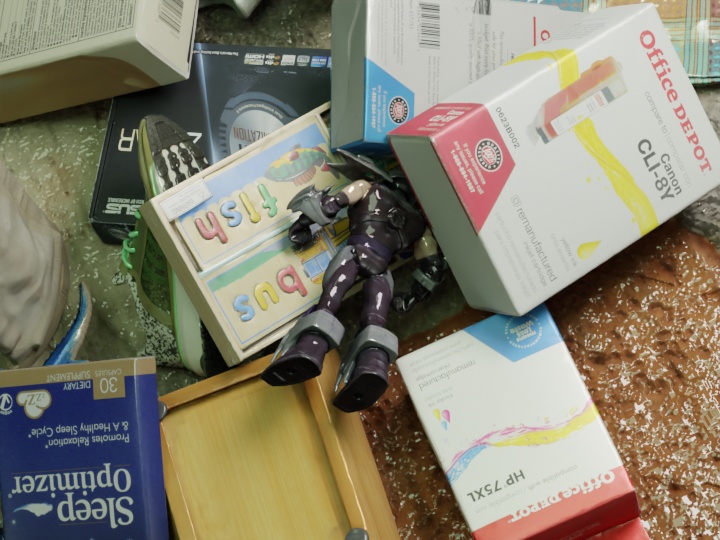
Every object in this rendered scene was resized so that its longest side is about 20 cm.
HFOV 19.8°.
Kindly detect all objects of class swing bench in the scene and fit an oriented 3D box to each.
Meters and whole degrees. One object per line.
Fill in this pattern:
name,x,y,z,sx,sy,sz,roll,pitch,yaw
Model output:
swing bench,-0.321,-0.046,1.526,0.200,0.199,0.130,26,74,20

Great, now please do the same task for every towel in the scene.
towel,0.199,-0.204,1.591,0.200,0.022,0.147,-1,68,11

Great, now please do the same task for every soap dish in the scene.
soap dish,-0.066,0.155,1.454,0.157,0.081,0.200,-21,64,2

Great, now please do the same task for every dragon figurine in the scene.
dragon figurine,-0.240,0.103,1.511,0.099,0.059,0.200,-2,80,-2

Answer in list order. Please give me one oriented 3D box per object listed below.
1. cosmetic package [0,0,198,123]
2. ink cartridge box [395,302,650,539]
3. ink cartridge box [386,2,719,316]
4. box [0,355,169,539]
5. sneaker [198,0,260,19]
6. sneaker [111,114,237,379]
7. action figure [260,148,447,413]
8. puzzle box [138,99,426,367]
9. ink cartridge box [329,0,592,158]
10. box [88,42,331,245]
cosmetic package,-0.227,-0.187,1.604,0.200,0.071,0.105,-8,63,30
ink cartridge box,0.118,0.134,1.435,0.116,0.067,0.200,-25,65,0
ink cartridge box,0.143,-0.081,1.457,0.200,0.083,0.145,-32,104,-18
box,-0.193,0.164,1.437,0.121,0.032,0.200,-7,88,24
sneaker,-0.164,-0.252,1.654,0.200,0.074,0.089,15,69,17
sneaker,-0.152,-0.013,1.519,0.088,0.077,0.200,-7,95,25
action figure,0.000,0.000,1.455,0.130,0.069,0.200,29,54,-12
puzzle box,-0.046,-0.034,1.491,0.200,0.025,0.133,-32,94,-28
ink cartridge box,0.081,-0.138,1.517,0.200,0.068,0.116,4,84,-24
box,-0.097,-0.094,1.589,0.200,0.044,0.161,5,68,13
